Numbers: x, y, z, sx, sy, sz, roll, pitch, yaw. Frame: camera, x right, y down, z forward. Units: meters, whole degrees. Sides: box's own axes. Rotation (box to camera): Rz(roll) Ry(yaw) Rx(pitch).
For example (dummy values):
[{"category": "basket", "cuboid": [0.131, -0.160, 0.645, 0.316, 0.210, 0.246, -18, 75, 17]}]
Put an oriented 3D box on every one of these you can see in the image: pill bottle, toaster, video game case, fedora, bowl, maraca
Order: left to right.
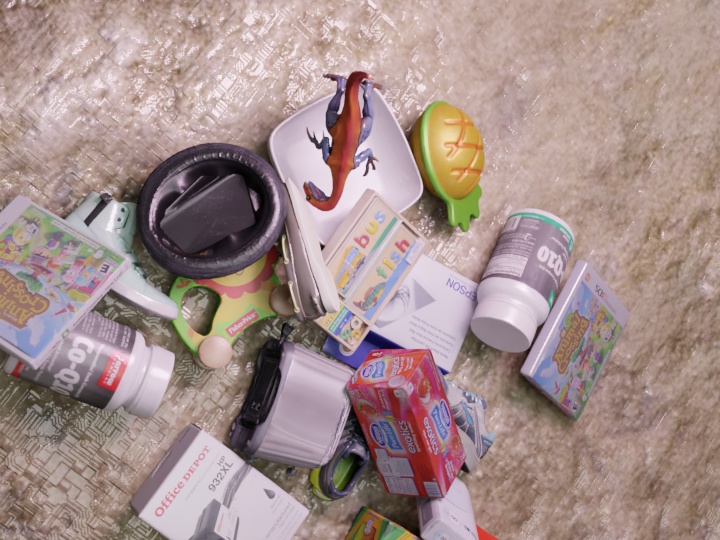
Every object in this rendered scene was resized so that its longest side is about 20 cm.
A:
[{"category": "video game case", "cuboid": [-0.422, 0.009, 1.327, 0.199, 0.022, 0.182, 28, 63, 21]}, {"category": "pill bottle", "cuboid": [-0.354, 0.116, 1.382, 0.199, 0.114, 0.115, 25, 81, -19]}, {"category": "fedora", "cuboid": [-0.200, -0.074, 1.422, 0.199, 0.092, 0.202, 1, 80, -6]}, {"category": "toaster", "cuboid": [-0.091, 0.185, 1.485, 0.129, 0.113, 0.201, 24, 79, -24]}, {"category": "bowl", "cuboid": [-0.030, -0.152, 1.532, 0.199, 0.075, 0.201, -30, 100, -19]}, {"category": "maraca", "cuboid": [0.138, -0.157, 1.580, 0.137, 0.106, 0.201, -45, 122, -45]}, {"category": "pill bottle", "cuboid": [0.243, 0.015, 1.589, 0.113, 0.113, 0.201, 35, 62, -17]}, {"category": "video game case", "cuboid": [0.342, 0.112, 1.649, 0.182, 0.022, 0.201, 41, 74, -44]}]

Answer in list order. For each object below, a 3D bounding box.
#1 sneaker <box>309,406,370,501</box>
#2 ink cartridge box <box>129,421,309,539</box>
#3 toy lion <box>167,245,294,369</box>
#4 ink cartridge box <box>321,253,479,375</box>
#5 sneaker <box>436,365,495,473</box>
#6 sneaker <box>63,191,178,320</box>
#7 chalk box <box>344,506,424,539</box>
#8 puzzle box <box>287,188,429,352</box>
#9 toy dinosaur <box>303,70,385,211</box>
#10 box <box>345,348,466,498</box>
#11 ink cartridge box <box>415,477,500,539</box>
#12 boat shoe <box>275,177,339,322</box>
[{"category": "sneaker", "cuboid": [-0.005, 0.246, 1.532, 0.074, 0.081, 0.201, 23, 81, -19]}, {"category": "ink cartridge box", "cuboid": [-0.196, 0.330, 1.456, 0.200, 0.084, 0.145, 40, 76, -15]}, {"category": "toy lion", "cuboid": [-0.191, 0.012, 1.481, 0.200, 0.069, 0.192, -37, 95, -17]}, {"category": "ink cartridge box", "cuboid": [0.068, 0.073, 1.584, 0.199, 0.041, 0.201, 27, 80, -19]}, {"category": "sneaker", "cuboid": [0.141, 0.206, 1.591, 0.086, 0.077, 0.201, -38, 118, -21]}, {"category": "sneaker", "cuboid": [-0.308, -0.025, 1.414, 0.200, 0.074, 0.119, 35, 77, -6]}, {"category": "chalk box", "cuboid": [0.023, 0.467, 1.517, 0.124, 0.125, 0.201, 33, 77, -17]}, {"category": "puzzle box", "cuboid": [0.000, 0.000, 1.499, 0.133, 0.025, 0.201, 40, 81, -33]}, {"category": "toy dinosaur", "cuboid": [-0.036, -0.171, 1.418, 0.104, 0.200, 0.183, 13, 92, 8]}, {"category": "box", "cuboid": [0.068, 0.217, 1.499, 0.096, 0.099, 0.201, -51, 129, -47]}, {"category": "ink cartridge box", "cuboid": [0.167, 0.386, 1.555, 0.200, 0.160, 0.047, 39, 106, -15]}, {"category": "boat shoe", "cuboid": [-0.086, -0.029, 1.425, 0.060, 0.072, 0.203, -22, 72, 11]}]
